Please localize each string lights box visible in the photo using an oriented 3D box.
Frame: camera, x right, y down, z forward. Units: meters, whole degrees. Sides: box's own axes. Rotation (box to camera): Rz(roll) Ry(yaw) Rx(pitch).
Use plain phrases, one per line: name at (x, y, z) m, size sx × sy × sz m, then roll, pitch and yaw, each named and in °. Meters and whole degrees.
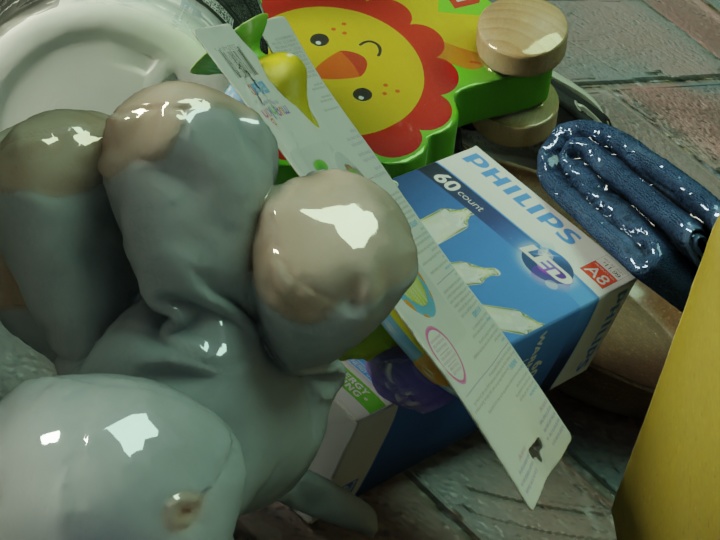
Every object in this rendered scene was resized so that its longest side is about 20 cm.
string lights box at (0.016, 0.021, 0.870) m, size 0.103 × 0.059 × 0.200 m, roll 40°, pitch 37°, yaw 22°

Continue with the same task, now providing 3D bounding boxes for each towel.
towel at (0.168, -0.001, 0.969) m, size 0.200 × 0.049 × 0.112 m, roll 32°, pitch 11°, yaw -45°

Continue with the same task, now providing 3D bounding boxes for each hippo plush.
hippo plush at (-0.083, 0.053, 0.667) m, size 0.159 × 0.201 × 0.161 m, roll 22°, pitch 49°, yaw 11°

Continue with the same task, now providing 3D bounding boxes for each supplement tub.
supplement tub at (-0.100, -0.083, 0.885) m, size 0.122 × 0.123 × 0.200 m, roll 25°, pitch 19°, yaw -10°

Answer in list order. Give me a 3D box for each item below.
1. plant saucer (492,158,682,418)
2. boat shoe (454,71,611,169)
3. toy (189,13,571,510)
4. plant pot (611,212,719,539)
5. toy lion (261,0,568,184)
plant saucer at (0.109, 0.014, 1.047) m, size 0.200 × 0.037 × 0.201 m, roll 24°, pitch 26°, yaw -13°
boat shoe at (0.063, -0.096, 1.166) m, size 0.199 × 0.074 × 0.060 m, roll 27°, pitch 19°, yaw -26°
toy at (0.000, 0.000, 0.764) m, size 0.201 × 0.047 × 0.115 m, roll 58°, pitch 16°, yaw 0°
plant pot at (0.205, 0.120, 0.742) m, size 0.194 × 0.195 × 0.201 m, roll 9°, pitch 45°, yaw -3°
toy lion at (-0.005, -0.116, 1.062) m, size 0.191 × 0.069 × 0.200 m, roll -15°, pitch 50°, yaw -17°
